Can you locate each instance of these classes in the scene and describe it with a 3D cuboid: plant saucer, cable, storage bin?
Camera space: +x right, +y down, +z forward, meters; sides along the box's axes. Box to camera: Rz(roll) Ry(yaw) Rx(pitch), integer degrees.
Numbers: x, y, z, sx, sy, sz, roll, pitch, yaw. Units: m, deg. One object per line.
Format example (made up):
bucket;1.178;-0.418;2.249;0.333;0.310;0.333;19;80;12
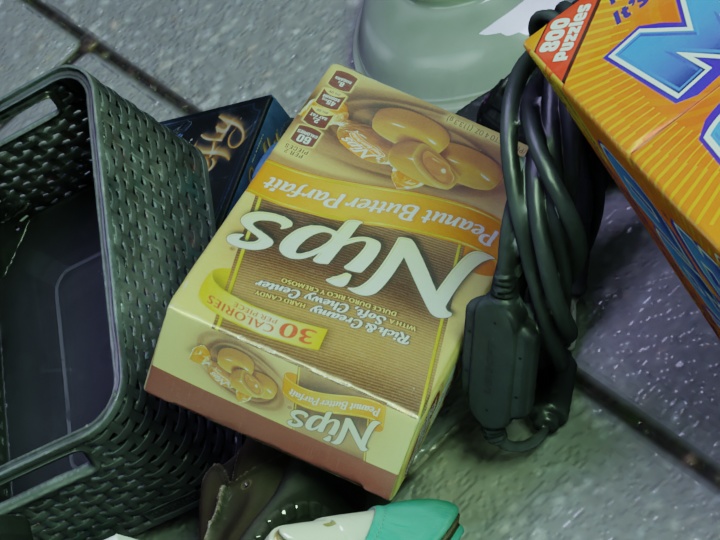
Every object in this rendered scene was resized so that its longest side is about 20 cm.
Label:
plant saucer;0.073;-0.163;1.452;0.200;0.050;0.200;-24;38;20
cable;0.088;-0.031;1.186;0.051;0.200;0.163;14;45;14
storage bin;-0.143;0.023;1.325;0.135;0.094;0.200;-25;55;24

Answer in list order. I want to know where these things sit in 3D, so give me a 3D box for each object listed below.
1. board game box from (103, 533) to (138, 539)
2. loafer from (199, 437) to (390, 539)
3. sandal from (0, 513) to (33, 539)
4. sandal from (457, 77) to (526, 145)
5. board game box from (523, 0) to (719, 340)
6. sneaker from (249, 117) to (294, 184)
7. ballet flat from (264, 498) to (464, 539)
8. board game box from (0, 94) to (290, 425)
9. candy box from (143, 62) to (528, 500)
board game box;-0.164;0.208;1.206;0.200;0.035;0.126;-25;66;18
loafer;-0.037;0.116;1.222;0.071;0.073;0.200;-13;32;37
sandal;-0.220;0.139;1.237;0.200;0.075;0.048;-29;69;31
sandal;0.112;-0.078;1.309;0.200;0.048;0.075;-7;45;35
board game box;0.221;-0.035;1.044;0.200;0.200;0.200;-37;35;1
sneaker;-0.033;0.004;1.326;0.200;0.066;0.078;-79;12;-60
ballet flat;-0.019;0.139;1.125;0.067;0.070;0.200;-50;4;39
board game box;-0.118;0.004;1.443;0.135;0.035;0.200;-12;43;33
candy box;0.000;0.000;1.231;0.115;0.055;0.200;23;40;7
